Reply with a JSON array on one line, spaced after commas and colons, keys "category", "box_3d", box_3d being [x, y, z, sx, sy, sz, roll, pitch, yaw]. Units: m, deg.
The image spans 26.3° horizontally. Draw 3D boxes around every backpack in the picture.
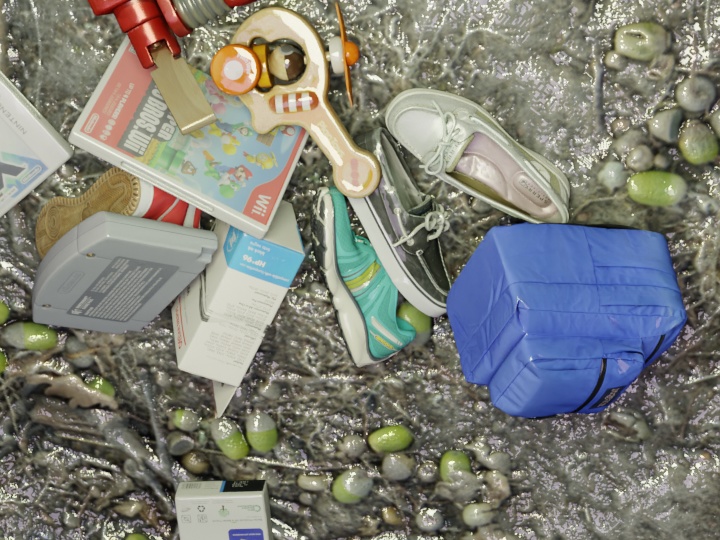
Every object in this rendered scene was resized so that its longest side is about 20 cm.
[{"category": "backpack", "box_3d": [0.204, 0.050, 1.461, 0.199, 0.168, 0.163, -3, 155, -22]}]

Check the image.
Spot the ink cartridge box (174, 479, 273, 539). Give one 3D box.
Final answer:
[{"category": "ink cartridge box", "box_3d": [-0.142, 0.325, 1.688, 0.099, 0.039, 0.201, -2, 111, 4]}]

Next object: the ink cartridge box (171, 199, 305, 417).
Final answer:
[{"category": "ink cartridge box", "box_3d": [-0.131, 0.030, 1.514, 0.068, 0.116, 0.201, 20, 113, -20]}]

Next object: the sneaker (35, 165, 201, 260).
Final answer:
[{"category": "sneaker", "box_3d": [-0.232, -0.054, 1.517, 0.200, 0.112, 0.072, -22, 79, 45]}]

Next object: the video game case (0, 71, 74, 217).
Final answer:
[{"category": "video game case", "box_3d": [-0.416, -0.123, 1.524, 0.200, 0.022, 0.182, -37, 106, 17]}]

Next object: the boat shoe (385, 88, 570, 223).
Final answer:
[{"category": "boat shoe", "box_3d": [0.115, -0.105, 1.473, 0.202, 0.065, 0.075, 33, 111, -10]}]

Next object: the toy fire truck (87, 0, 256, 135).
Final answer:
[{"category": "toy fire truck", "box_3d": [-0.148, -0.237, 1.379, 0.175, 0.129, 0.201, -23, 98, 11]}]

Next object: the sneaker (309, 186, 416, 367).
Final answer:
[{"category": "sneaker", "box_3d": [0.000, 0.000, 1.532, 0.079, 0.078, 0.201, -20, 119, -2]}]

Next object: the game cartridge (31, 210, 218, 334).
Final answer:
[{"category": "game cartridge", "box_3d": [-0.238, 0.004, 1.487, 0.133, 0.041, 0.200, 7, 151, -31]}]

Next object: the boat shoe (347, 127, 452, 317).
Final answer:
[{"category": "boat shoe", "box_3d": [0.050, -0.048, 1.498, 0.068, 0.074, 0.200, -23, 101, 28]}]

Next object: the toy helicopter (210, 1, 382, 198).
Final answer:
[{"category": "toy helicopter", "box_3d": [-0.039, -0.160, 1.441, 0.132, 0.079, 0.200, -35, 95, 8]}]

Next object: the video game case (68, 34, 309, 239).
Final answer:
[{"category": "video game case", "box_3d": [-0.157, -0.128, 1.446, 0.199, 0.143, 0.017, 27, 141, -8]}]
